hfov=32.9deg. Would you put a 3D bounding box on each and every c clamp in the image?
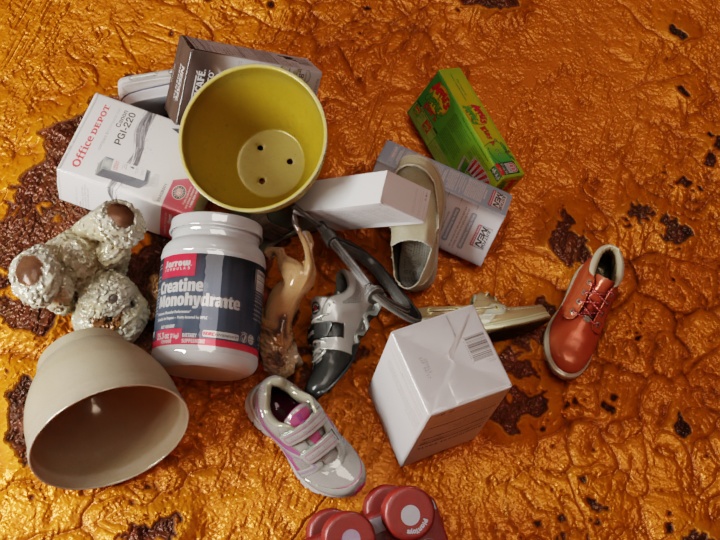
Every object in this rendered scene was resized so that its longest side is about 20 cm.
[{"bbox_3d":[0.000,0.000,1.668,0.027,0.171,0.200,-48,55,11],"label":"c clamp"}]

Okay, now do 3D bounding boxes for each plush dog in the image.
[{"bbox_3d":[-0.354,0.028,1.608,0.200,0.160,0.172,-36,94,-28],"label":"plush dog"}]

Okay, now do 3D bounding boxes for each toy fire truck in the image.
[{"bbox_3d":[0.026,0.366,1.519,0.199,0.112,0.169,-19,87,-18],"label":"toy fire truck"}]

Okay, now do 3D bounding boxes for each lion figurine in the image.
[{"bbox_3d":[-0.099,0.038,1.627,0.072,0.201,0.123,4,29,-23],"label":"lion figurine"}]

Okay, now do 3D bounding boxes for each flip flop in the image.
[{"bbox_3d":[-0.121,-0.071,1.729,0.199,0.058,0.081,-20,73,-22],"label":"flip flop"}]

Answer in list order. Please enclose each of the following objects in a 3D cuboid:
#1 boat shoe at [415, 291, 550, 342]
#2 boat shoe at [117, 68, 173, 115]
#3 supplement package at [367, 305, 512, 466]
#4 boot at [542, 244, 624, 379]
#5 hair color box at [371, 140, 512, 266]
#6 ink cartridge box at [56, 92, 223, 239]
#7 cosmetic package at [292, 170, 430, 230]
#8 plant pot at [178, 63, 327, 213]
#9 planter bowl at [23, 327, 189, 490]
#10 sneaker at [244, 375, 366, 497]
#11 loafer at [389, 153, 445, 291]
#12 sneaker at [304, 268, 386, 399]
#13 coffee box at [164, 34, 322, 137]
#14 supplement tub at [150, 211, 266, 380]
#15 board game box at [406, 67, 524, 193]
[{"bbox_3d":[0.169,0.064,1.708,0.199,0.074,0.067,-8,71,-14],"label":"boat shoe"},{"bbox_3d":[-0.261,-0.275,1.805,0.199,0.072,0.066,-15,67,-11],"label":"boat shoe"},{"bbox_3d":[0.098,0.152,1.578,0.119,0.200,0.122,-18,68,-18],"label":"supplement package"},{"bbox_3d":[0.319,0.055,1.724,0.075,0.107,0.201,23,63,0],"label":"boot"},{"bbox_3d":[0.107,-0.097,1.757,0.199,0.099,0.061,25,40,3],"label":"hair color box"},{"bbox_3d":[-0.309,-0.145,1.719,0.199,0.085,0.146,19,61,1],"label":"ink cartridge box"},{"bbox_3d":[-0.001,-0.095,1.663,0.082,0.199,0.051,20,77,-36],"label":"cosmetic package"},{"bbox_3d":[-0.134,-0.163,1.662,0.198,0.142,0.202,-1,80,6],"label":"plant pot"},{"bbox_3d":[-0.329,0.158,1.511,0.199,0.201,0.135,-17,52,-18],"label":"planter bowl"},{"bbox_3d":[-0.072,0.214,1.576,0.200,0.088,0.081,41,69,11],"label":"sneaker"},{"bbox_3d":[0.078,-0.060,1.693,0.075,0.201,0.068,1,18,13],"label":"loafer"},{"bbox_3d":[-0.044,0.084,1.648,0.088,0.074,0.201,39,52,-16],"label":"sneaker"},{"bbox_3d":[-0.169,-0.258,1.746,0.199,0.114,0.080,5,23,-25],"label":"coffee box"},{"bbox_3d":[-0.197,0.036,1.597,0.139,0.140,0.201,5,75,-8],"label":"supplement tub"},{"bbox_3d":[0.154,-0.191,1.814,0.047,0.102,0.201,-12,65,-38],"label":"board game box"}]
